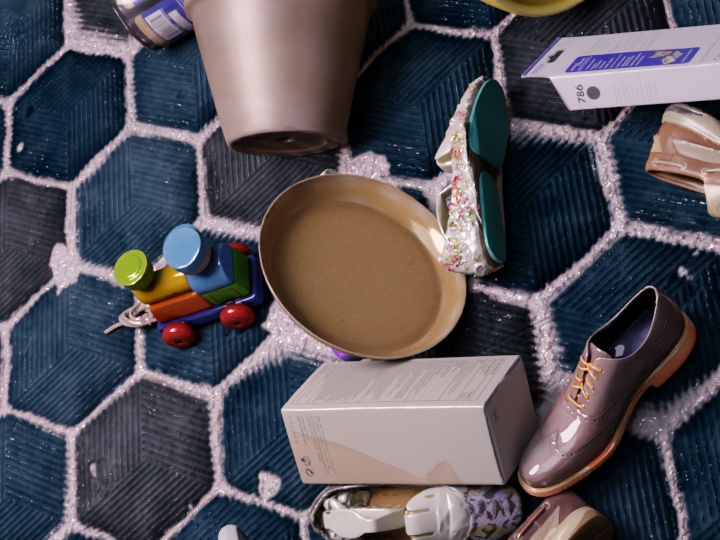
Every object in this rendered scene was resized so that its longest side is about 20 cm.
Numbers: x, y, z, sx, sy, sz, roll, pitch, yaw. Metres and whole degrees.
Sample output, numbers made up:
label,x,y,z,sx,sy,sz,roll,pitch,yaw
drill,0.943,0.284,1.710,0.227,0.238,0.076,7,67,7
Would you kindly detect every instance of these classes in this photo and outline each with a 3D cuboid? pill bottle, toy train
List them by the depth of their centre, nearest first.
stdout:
label,x,y,z,sx,sy,sz,roll,pitch,yaw
toy train,-0.205,0.019,1.589,0.198,0.116,0.086,-18,59,23
pill bottle,-0.170,-0.332,1.738,0.199,0.112,0.113,-27,56,17

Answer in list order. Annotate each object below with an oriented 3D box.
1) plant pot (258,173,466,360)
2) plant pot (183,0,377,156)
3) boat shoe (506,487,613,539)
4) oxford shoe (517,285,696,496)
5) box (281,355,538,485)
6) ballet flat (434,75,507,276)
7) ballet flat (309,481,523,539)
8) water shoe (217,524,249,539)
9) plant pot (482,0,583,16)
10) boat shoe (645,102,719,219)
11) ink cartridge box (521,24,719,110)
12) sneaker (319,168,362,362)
label,x,y,z,sx,sy,sz,roll,pitch,yaw
plant pot,0.000,0.000,1.458,0.028,0.198,0.202,119,144,-50
plant pot,-0.077,-0.210,1.591,0.198,0.199,0.176,-7,80,28
boat shoe,0.116,0.259,1.313,0.200,0.072,0.072,-48,44,-1
oxford shoe,0.191,0.096,1.328,0.201,0.073,0.071,-51,45,-6
box,0.043,0.129,1.387,0.198,0.079,0.095,-3,23,31
ballet flat,0.098,-0.087,1.485,0.063,0.075,0.202,-15,58,33
ballet flat,0.040,0.212,1.375,0.198,0.072,0.073,-5,65,30
water shoe,-0.062,0.300,1.412,0.078,0.072,0.201,-22,51,-13
plant pot,0.131,-0.361,1.529,0.201,0.200,0.189,-52,37,-1
boat shoe,0.321,-0.072,1.346,0.199,0.075,0.074,34,92,46
ink cartridge box,0.252,-0.181,1.425,0.198,0.040,0.099,1,29,31
sneaker,-0.038,0.010,1.529,0.099,0.069,0.202,-28,53,26
